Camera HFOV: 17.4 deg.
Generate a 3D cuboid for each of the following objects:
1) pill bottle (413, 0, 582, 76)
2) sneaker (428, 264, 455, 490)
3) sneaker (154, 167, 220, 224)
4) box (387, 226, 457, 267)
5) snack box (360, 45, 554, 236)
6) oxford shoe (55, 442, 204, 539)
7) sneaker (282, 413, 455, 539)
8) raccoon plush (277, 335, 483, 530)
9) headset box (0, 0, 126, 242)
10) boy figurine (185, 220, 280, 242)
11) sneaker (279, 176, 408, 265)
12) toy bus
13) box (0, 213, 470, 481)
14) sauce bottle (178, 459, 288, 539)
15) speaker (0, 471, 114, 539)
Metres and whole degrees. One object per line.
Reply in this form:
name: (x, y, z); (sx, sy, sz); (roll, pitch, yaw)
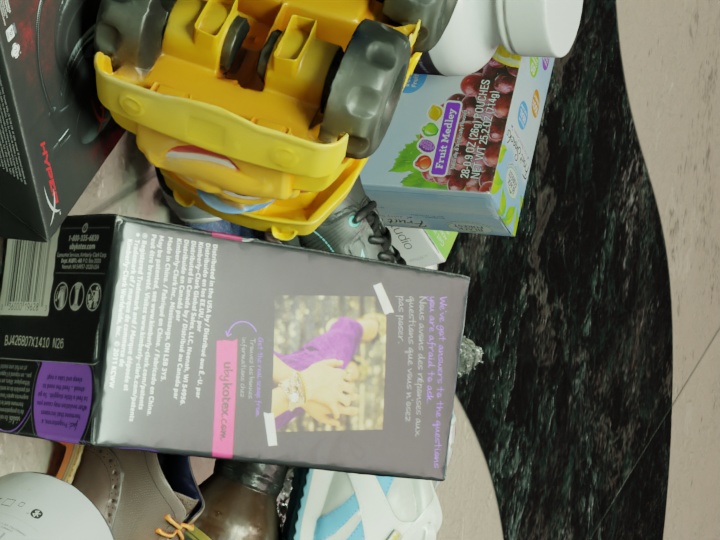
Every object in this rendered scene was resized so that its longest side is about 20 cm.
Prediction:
pill bottle: (0.021, -0.167, 1.332); (0.111, 0.200, 0.112); (6, 90, -70)
sneaker: (0.009, 0.072, 1.573); (0.088, 0.081, 0.200); (-36, 121, -63)
sneaker: (-0.089, -0.125, 1.241); (0.077, 0.078, 0.200); (-2, 94, -58)
box: (0.036, -0.115, 1.569); (0.144, 0.036, 0.200); (55, 36, -25)
snack box: (0.027, -0.127, 1.414); (0.068, 0.168, 0.200); (55, 46, -59)
oxford shoe: (-0.123, 0.135, 1.201); (0.071, 0.073, 0.200); (26, 71, -69)
sneaker: (-0.002, 0.148, 1.257); (0.077, 0.081, 0.200); (125, -20, -66)
raccoon plush: (0.001, 0.102, 1.455); (0.097, 0.134, 0.200); (-19, 113, -71)
headset box: (-0.145, -0.131, 1.056); (0.200, 0.075, 0.149); (-62, 152, -48)
boy figurine: (-0.067, 0.029, 1.352); (0.124, 0.064, 0.200); (-60, 147, -55)
sneaker: (0.000, 0.000, 1.329); (0.075, 0.079, 0.200); (-44, 132, -64)
toy bus: (-0.041, -0.085, 1.098); (0.192, 0.136, 0.200); (103, 10, -49)
box: (-0.064, 0.038, 1.135); (0.200, 0.122, 0.106); (10, 85, -35)
sauce bottle: (-0.082, 0.163, 1.242); (0.200, 0.065, 0.065); (-69, 158, -10)
speaker: (-0.183, 0.165, 1.026); (0.200, 0.081, 0.081); (-48, 140, -60)
